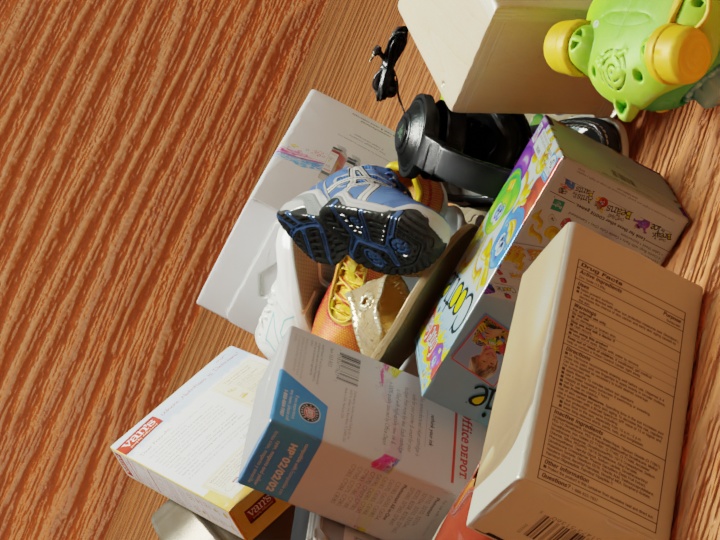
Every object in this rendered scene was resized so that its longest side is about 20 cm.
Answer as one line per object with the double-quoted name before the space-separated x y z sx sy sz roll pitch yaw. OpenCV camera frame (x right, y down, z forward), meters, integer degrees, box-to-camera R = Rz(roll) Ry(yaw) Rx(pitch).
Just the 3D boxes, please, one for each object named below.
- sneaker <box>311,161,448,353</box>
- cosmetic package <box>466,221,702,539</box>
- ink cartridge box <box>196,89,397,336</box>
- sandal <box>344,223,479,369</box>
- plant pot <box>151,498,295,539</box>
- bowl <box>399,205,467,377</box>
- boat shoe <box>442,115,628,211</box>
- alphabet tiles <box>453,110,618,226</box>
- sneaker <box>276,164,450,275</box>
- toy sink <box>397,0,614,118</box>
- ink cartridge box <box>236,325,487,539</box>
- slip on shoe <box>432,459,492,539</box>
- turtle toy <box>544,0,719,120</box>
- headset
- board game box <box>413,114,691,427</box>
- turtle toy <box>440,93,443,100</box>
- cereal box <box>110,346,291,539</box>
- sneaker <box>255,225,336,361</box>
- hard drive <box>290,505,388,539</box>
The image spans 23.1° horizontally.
"sneaker" 0.000 0.000 1.450 0.077 0.073 0.200 25 -93 -56
"cosmetic package" 0.140 0.080 1.074 0.071 0.105 0.200 -51 15 49
"ink cartridge box" -0.037 -0.037 1.631 0.145 0.144 0.200 -60 3 39
"sandal" 0.011 0.044 1.349 0.212 0.070 0.078 -63 -22 8
"plant pot" -0.047 0.211 1.484 0.174 0.200 0.200 -48 11 -2
"bowl" 0.070 0.054 1.478 0.201 0.090 0.201 -60 11 20
"boat shoe" 0.131 -0.088 1.435 0.200 0.060 0.074 -4 82 52
"alphabet tiles" 0.138 -0.112 1.485 0.200 0.006 0.167 -45 54 39
"sneaker" 0.009 -0.048 1.343 0.077 0.076 0.200 -45 27 -18
"toy sink" 0.150 -0.198 1.366 0.112 0.199 0.131 112 145 -42
"ink cartridge box" 0.021 0.131 1.260 0.115 0.200 0.068 -80 16 -56
"slip on shoe" 0.089 0.164 1.164 0.200 0.074 0.061 -59 -27 2
"turtle toy" 0.228 -0.191 1.226 0.146 0.101 0.200 17 79 56
"headset" 0.078 -0.115 1.362 0.200 0.123 0.094 35 117 41
"board game box" 0.131 0.009 1.260 0.200 0.105 0.103 -60 12 17
"turtle toy" 0.133 -0.148 1.610 0.146 0.101 0.200 -64 11 1
"cereal box" -0.100 0.137 1.442 0.144 0.040 0.200 -40 29 -22
"sneaker" -0.058 0.042 1.526 0.070 0.080 0.201 -47 -41 -45
"hard drive" 0.016 0.217 1.241 0.038 0.139 0.200 -58 12 31
